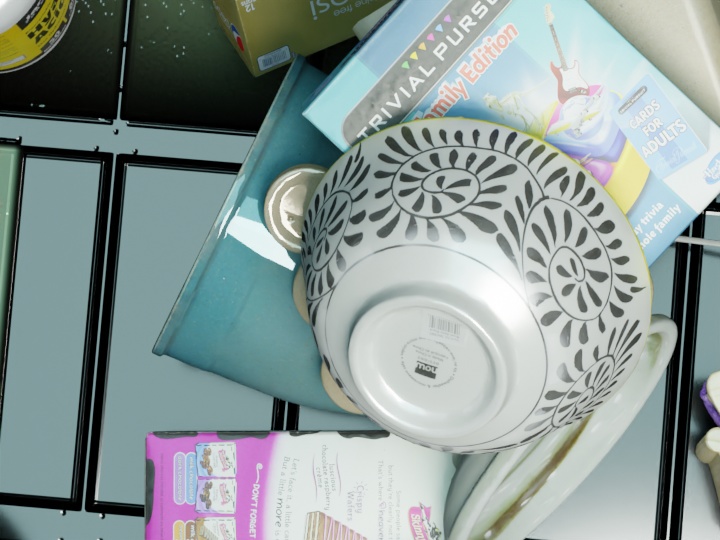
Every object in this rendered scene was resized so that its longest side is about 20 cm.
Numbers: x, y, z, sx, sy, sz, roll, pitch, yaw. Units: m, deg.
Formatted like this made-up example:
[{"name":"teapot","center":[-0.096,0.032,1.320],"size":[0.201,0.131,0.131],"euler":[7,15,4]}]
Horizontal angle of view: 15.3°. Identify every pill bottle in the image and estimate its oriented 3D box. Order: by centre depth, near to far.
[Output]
[{"name":"pill bottle","center":[-0.239,-0.187,1.632],"size":[0.110,0.200,0.112],"euler":[0,86,2]}]

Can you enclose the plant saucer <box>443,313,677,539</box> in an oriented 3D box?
[{"name":"plant saucer","center":[0.107,0.093,1.607],"size":[0.050,0.200,0.200],"euler":[41,88,17]}]

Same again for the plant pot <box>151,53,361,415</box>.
[{"name":"plant pot","center":[0.000,0.000,1.623],"size":[0.187,0.200,0.201],"euler":[26,87,-4]}]

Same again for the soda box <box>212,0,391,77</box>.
[{"name":"soda box","center":[0.006,-0.197,1.664],"size":[0.199,0.064,0.068],"euler":[-23,43,-11]}]

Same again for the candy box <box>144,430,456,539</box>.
[{"name":"candy box","center":[-0.033,0.167,1.670],"size":[0.198,0.061,0.138],"euler":[0,87,3]}]

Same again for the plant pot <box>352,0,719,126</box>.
[{"name":"plant pot","center":[0.144,-0.115,1.590],"size":[0.199,0.200,0.178],"euler":[-30,84,17]}]

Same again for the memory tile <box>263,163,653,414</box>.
[{"name":"memory tile","center":[0.056,-0.012,1.515],"size":[0.199,0.017,0.154],"euler":[-18,101,4]}]

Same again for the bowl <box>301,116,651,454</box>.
[{"name":"bowl","center":[0.049,0.029,1.428],"size":[0.199,0.094,0.202],"euler":[9,123,15]}]

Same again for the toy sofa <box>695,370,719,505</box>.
[{"name":"toy sofa","center":[0.308,0.092,1.653],"size":[0.198,0.083,0.098],"euler":[-16,81,1]}]

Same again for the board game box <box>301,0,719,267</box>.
[{"name":"board game box","center":[0.090,-0.077,1.471],"size":[0.200,0.047,0.151],"euler":[42,98,-8]}]

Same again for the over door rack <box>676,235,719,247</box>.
[{"name":"over door rack","center":[0.251,-0.079,1.682],"size":[0.198,0.067,0.149],"euler":[9,86,17]}]
